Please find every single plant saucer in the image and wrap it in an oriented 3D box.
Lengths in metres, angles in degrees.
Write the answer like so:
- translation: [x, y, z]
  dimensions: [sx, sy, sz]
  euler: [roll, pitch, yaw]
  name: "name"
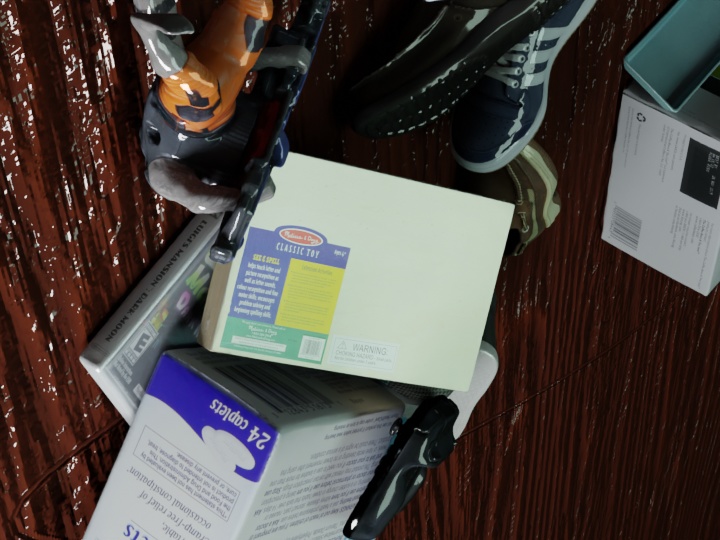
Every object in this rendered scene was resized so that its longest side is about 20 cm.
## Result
- translation: [0.320, -0.228, 1.559]
  dimensions: [0.200, 0.070, 0.019]
  euler: [-46, -179, -26]
  name: "plant saucer"

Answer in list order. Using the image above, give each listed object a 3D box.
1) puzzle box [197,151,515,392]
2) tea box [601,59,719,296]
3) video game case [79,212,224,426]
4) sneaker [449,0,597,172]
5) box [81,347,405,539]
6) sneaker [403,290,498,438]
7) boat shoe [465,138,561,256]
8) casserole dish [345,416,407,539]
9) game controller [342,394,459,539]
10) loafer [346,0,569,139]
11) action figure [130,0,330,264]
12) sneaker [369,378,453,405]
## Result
- translation: [0.000, 0.000, 1.079]
  dimensions: [0.199, 0.025, 0.134]
  euler: [12, 96, -30]
  name: "puzzle box"
- translation: [0.351, -0.125, 1.639]
  dimensions: [0.197, 0.133, 0.201]
  euler: [-41, 149, -32]
  name: "tea box"
- translation: [-0.094, 0.036, 1.118]
  dimensions: [0.182, 0.023, 0.200]
  euler: [-52, 154, -17]
  name: "video game case"
- translation: [0.114, -0.176, 1.218]
  dimensions: [0.201, 0.070, 0.109]
  euler: [-62, 160, -10]
  name: "sneaker"
- translation: [-0.085, 0.158, 1.119]
  dimensions: [0.184, 0.105, 0.201]
  euler: [-1, 118, -63]
  name: "box"
- translation: [0.066, 0.076, 1.402]
  dimensions: [0.200, 0.070, 0.100]
  euler: [123, -20, -52]
  name: "sneaker"
- translation: [0.116, -0.061, 1.347]
  dimensions: [0.075, 0.075, 0.202]
  euler: [-51, 154, -5]
  name: "boat shoe"
- translation: [-0.007, 0.196, 1.373]
  dimensions: [0.121, 0.039, 0.200]
  euler: [-32, 159, -33]
  name: "casserole dish"
- translation: [0.029, 0.136, 1.165]
  dimensions: [0.104, 0.042, 0.200]
  euler: [-50, 173, 3]
  name: "game controller"
- translation: [0.063, -0.167, 1.146]
  dimensions: [0.200, 0.071, 0.073]
  euler: [-39, 167, -9]
  name: "loafer"
- translation: [-0.081, -0.118, 0.935]
  dimensions: [0.194, 0.104, 0.201]
  euler: [100, 6, -50]
  name: "action figure"
- translation: [0.032, 0.048, 1.193]
  dimensions: [0.078, 0.091, 0.200]
  euler: [-50, 140, -10]
  name: "sneaker"
